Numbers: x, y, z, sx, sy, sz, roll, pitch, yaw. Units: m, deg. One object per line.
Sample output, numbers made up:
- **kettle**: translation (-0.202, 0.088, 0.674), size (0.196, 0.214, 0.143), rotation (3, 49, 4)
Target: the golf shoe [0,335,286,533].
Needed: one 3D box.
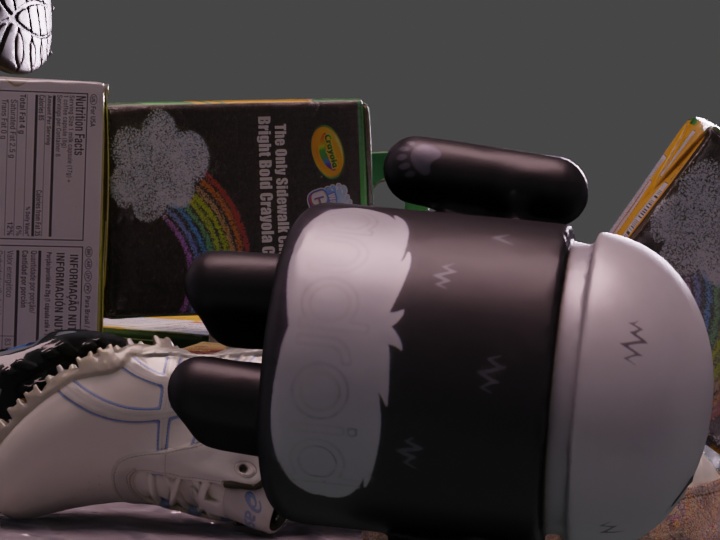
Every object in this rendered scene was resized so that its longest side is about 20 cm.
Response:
- **golf shoe**: translation (-0.074, 0.078, 1.227), size (0.199, 0.098, 0.078), rotation (-22, -32, -3)

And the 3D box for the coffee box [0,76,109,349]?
- **coffee box**: translation (-0.252, -0.012, 1.573), size (0.197, 0.201, 0.200), rotation (1, 4, -13)

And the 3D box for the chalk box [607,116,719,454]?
- **chalk box**: translation (0.206, 0.034, 1.317), size (0.200, 0.125, 0.124), rotation (37, 6, -1)

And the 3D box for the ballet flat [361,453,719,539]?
- **ballet flat**: translation (0.094, 0.090, 1.136), size (0.199, 0.068, 0.068), rotation (0, 3, -29)

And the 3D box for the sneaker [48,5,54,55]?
- **sneaker**: translation (-0.270, -0.146, 1.633), size (0.104, 0.060, 0.200), rotation (-4, -4, 21)

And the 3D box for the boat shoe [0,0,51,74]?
- **boat shoe**: translation (-0.234, -0.147, 1.539), size (0.073, 0.076, 0.200), rotation (1, 2, 17)

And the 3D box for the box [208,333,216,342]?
- **box**: translation (-0.001, 0.059, 1.603), size (0.082, 0.069, 0.200), rotation (4, 4, 35)

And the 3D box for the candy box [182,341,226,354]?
- **candy box**: translation (-0.022, 0.075, 1.344), size (0.199, 0.056, 0.115), rotation (4, 12, 29)

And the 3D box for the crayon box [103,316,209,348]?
- **crayon box**: translation (-0.081, 0.056, 1.759), size (0.125, 0.052, 0.200), rotation (4, 5, 34)

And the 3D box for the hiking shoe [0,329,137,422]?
- **hiking shoe**: translation (-0.184, 0.065, 1.373), size (0.199, 0.075, 0.086), rotation (-2, 5, -44)

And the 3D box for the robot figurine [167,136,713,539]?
- **robot figurine**: translation (0.032, 0.040, 1.038), size (0.199, 0.151, 0.125), rotation (5, 24, 8)

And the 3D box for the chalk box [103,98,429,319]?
- **chalk box**: translation (-0.060, -0.037, 1.621), size (0.199, 0.126, 0.124), rotation (-1, 1, -14)
